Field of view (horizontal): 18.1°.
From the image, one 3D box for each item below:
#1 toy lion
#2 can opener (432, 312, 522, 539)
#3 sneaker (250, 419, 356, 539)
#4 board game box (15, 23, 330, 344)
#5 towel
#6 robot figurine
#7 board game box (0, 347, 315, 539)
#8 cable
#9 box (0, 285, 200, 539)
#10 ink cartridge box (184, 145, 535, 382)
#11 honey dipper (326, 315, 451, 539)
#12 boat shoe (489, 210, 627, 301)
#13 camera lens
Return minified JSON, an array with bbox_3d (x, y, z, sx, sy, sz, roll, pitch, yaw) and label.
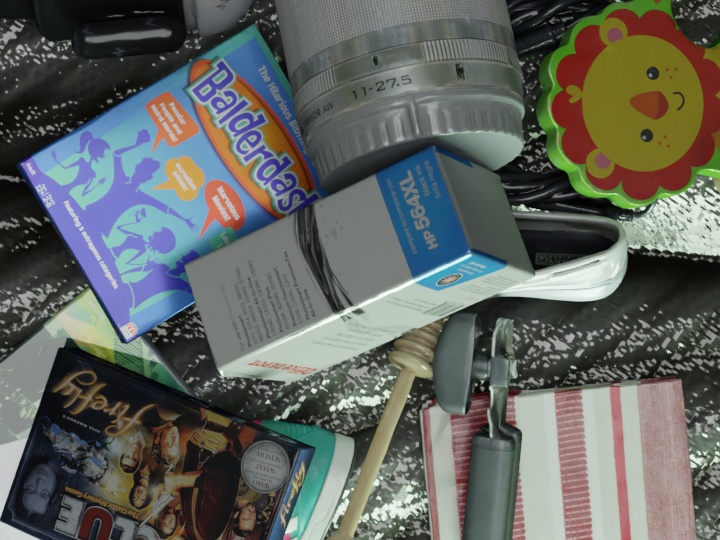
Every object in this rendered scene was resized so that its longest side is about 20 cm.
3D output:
[{"bbox_3d":[0.225,-0.140,1.624,0.191,0.069,0.201,14,84,-10],"label":"toy lion"},{"bbox_3d":[0.083,0.130,1.659,0.067,0.053,0.201,8,100,14],"label":"can opener"},{"bbox_3d":[-0.093,0.195,1.657,0.120,0.084,0.201,23,86,-9],"label":"sneaker"},{"bbox_3d":[-0.125,-0.063,1.637,0.200,0.045,0.152,-32,95,-10],"label":"board game box"},{"bbox_3d":[0.148,0.158,1.696,0.199,0.023,0.145,-5,97,0],"label":"towel"},{"bbox_3d":[-0.167,-0.225,1.596,0.199,0.125,0.151,-1,95,-1],"label":"robot figurine"},{"bbox_3d":[-0.146,0.152,1.606,0.199,0.035,0.136,21,94,19],"label":"board game box"},{"bbox_3d":[0.138,-0.125,1.654,0.199,0.051,0.164,13,95,-3],"label":"cable"},{"bbox_3d":[-0.224,0.124,1.671,0.200,0.036,0.144,-40,95,0],"label":"box"},{"bbox_3d":[0.000,0.000,1.560,0.199,0.146,0.085,-24,77,17],"label":"ink cartridge box"},{"bbox_3d":[0.017,0.119,1.645,0.038,0.038,0.201,24,73,-4],"label":"honey dipper"},{"bbox_3d":[0.095,-0.017,1.642,0.199,0.065,0.074,-5,60,-2],"label":"boat shoe"},{"bbox_3d":[0.024,-0.167,1.572,0.159,0.160,0.201,-11,77,-1],"label":"camera lens"}]
